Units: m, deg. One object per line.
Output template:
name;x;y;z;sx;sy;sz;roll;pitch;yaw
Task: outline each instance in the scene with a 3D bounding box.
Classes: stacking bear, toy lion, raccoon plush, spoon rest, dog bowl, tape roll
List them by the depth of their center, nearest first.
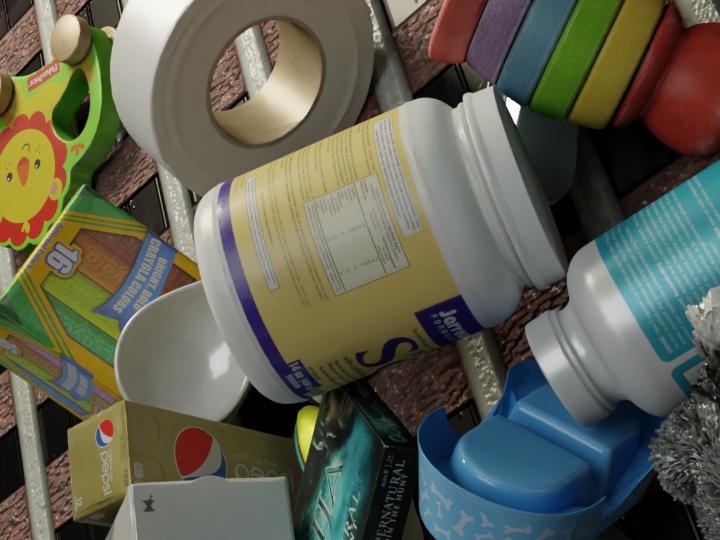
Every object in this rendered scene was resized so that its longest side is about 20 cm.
raccoon plush;0.205;0.120;0.770;0.096;0.200;0.135;-27;48;13
dog bowl;0.108;0.112;0.864;0.111;0.199;0.050;26;119;28
stacking bear;0.152;-0.139;0.911;0.198;0.122;0.115;26;69;4
spoon rest;-0.099;0.033;1.089;0.200;0.099;0.061;-50;7;-27
tape roll;-0.087;-0.156;1.132;0.071;0.201;0.204;38;103;45
toy lion;-0.301;-0.120;1.433;0.199;0.068;0.194;-25;67;36

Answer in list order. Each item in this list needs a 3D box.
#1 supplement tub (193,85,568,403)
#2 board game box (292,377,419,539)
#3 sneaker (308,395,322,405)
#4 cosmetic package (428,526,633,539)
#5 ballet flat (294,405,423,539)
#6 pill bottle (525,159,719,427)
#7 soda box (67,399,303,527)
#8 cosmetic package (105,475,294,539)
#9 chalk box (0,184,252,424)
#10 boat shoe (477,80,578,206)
supplement tub;0.014;-0.017;0.906;0.198;0.145;0.147;-22;59;12
board game box;-0.016;0.179;0.925;0.135;0.028;0.202;-137;60;-68
sneaker;0.000;0.000;1.080;0.082;0.071;0.202;3;74;39
cosmetic package;0.081;0.231;0.919;0.107;0.090;0.202;33;97;44
ballet flat;0.007;0.160;1.017;0.067;0.066;0.201;-46;40;28
pill bottle;0.194;0.008;0.835;0.199;0.111;0.112;-32;54;13
soda box;-0.109;0.150;1.046;0.064;0.199;0.068;-28;58;34
cosmetic package;-0.117;0.210;0.990;0.200;0.106;0.086;122;144;-59
chalk box;-0.176;0.054;1.153;0.125;0.199;0.124;-59;7;-25
boat shoe;0.111;-0.130;1.023;0.091;0.070;0.202;-18;52;58
